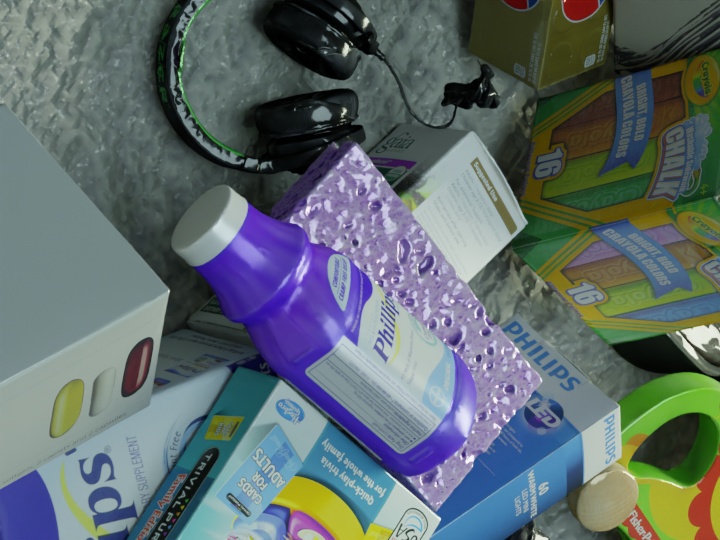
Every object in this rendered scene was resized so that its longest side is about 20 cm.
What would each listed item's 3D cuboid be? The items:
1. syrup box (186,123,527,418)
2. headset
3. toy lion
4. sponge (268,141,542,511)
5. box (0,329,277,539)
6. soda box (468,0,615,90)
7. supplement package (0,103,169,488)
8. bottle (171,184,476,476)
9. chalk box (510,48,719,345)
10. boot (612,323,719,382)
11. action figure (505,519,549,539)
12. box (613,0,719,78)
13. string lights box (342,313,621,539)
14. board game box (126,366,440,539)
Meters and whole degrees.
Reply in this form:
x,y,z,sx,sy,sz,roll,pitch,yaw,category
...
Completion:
x,y,z,sx,sy,sz,roll,pitch,yaw,category
0.000,0.000,1.646,0.200,0.079,0.081,-44,118,-22,syrup box
-0.020,-0.115,1.603,0.200,0.094,0.124,7,91,-24,headset
0.240,0.142,1.811,0.192,0.069,0.200,-39,125,-4,toy lion
0.014,0.034,1.588,0.112,0.030,0.200,-48,114,-21,sponge
-0.138,0.155,1.555,0.200,0.105,0.184,-22,109,-31,box
0.123,-0.218,1.662,0.068,0.064,0.200,-24,133,-39,soda box
-0.229,0.033,1.421,0.200,0.156,0.111,-29,153,-28,supplement package
-0.020,0.031,1.505,0.200,0.065,0.084,42,28,-24,bottle
0.215,-0.050,1.683,0.124,0.200,0.125,43,46,-37,chalk box
0.257,-0.001,1.849,0.200,0.069,0.174,33,73,-39,boot
0.098,0.235,1.735,0.102,0.119,0.200,9,99,-30,action figure
0.208,-0.162,1.708,0.068,0.082,0.200,-59,157,-27,box
0.054,0.123,1.667,0.200,0.103,0.059,-32,143,-19,string lights box
-0.063,0.180,1.520,0.151,0.047,0.200,42,73,-33,board game box
